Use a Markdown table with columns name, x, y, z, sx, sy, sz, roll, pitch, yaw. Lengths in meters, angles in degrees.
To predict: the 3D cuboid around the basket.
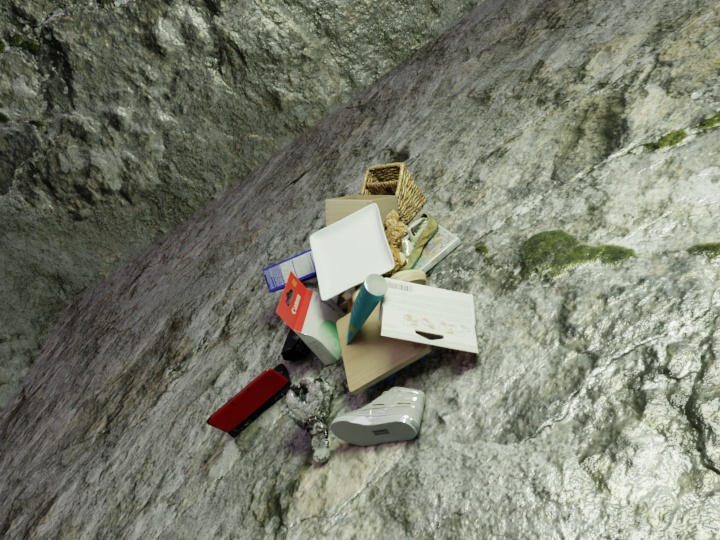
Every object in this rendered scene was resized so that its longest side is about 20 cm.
| name | x | y | z | sx | sy | sz | roll | pitch | yaw |
| --- | --- | --- | --- | --- | --- | --- | --- | --- | --- |
| basket | 0.073 | -0.223 | 1.856 | 0.143 | 0.150 | 0.199 | -48 | 29 | -20 |

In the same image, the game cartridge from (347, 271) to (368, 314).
| name | x | y | z | sx | sy | sz | roll | pitch | yaw |
| --- | --- | --- | --- | --- | --- | --- | --- | --- | --- |
| game cartridge | 0.000 | 0.000 | 1.589 | 0.202 | 0.032 | 0.178 | -89 | 16 | -45 |

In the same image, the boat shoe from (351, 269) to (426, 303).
| name | x | y | z | sx | sy | sz | roll | pitch | yaw |
| --- | --- | --- | --- | --- | --- | --- | --- | --- | --- |
| boat shoe | 0.078 | 0.057 | 1.467 | 0.197 | 0.073 | 0.065 | -17 | 47 | -20 |

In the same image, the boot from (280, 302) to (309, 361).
| name | x | y | z | sx | sy | sz | roll | pitch | yaw |
| --- | --- | --- | --- | --- | --- | --- | --- | --- | --- |
| boot | -0.173 | 0.166 | 1.651 | 0.197 | 0.073 | 0.165 | -29 | 38 | 54 |

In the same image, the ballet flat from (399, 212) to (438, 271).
| name | x | y | z | sx | sy | sz | roll | pitch | yaw |
| --- | --- | --- | --- | --- | --- | --- | --- | --- | --- |
| ballet flat | 0.134 | -0.073 | 1.585 | 0.070 | 0.071 | 0.201 | -1 | 45 | 51 |

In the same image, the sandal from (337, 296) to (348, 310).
| name | x | y | z | sx | sy | sz | roll | pitch | yaw |
| --- | --- | --- | --- | --- | --- | --- | --- | --- | --- |
| sandal | -0.047 | 0.035 | 1.711 | 0.080 | 0.054 | 0.201 | -30 | 28 | 17 |

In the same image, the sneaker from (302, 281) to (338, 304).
| name | x | y | z | sx | sy | sz | roll | pitch | yaw |
| --- | --- | --- | --- | --- | --- | --- | --- | --- | --- |
| sneaker | -0.129 | 0.073 | 1.706 | 0.199 | 0.083 | 0.074 | 7 | 83 | 63 |

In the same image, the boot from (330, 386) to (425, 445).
| name | x | y | z | sx | sy | sz | roll | pitch | yaw |
| --- | --- | --- | --- | --- | --- | --- | --- | --- | --- |
| boot | 0.039 | 0.285 | 1.209 | 0.197 | 0.074 | 0.096 | -10 | 31 | 31 |

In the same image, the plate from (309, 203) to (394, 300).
| name | x | y | z | sx | sy | sz | roll | pitch | yaw |
| --- | --- | --- | --- | --- | --- | --- | --- | --- | --- |
| plate | -0.021 | -0.042 | 1.488 | 0.197 | 0.032 | 0.203 | -26 | 55 | 15 |

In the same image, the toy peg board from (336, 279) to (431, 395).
| name | x | y | z | sx | sy | sz | roll | pitch | yaw |
| --- | --- | --- | --- | --- | --- | --- | --- | --- | --- |
| toy peg board | 0.065 | 0.162 | 1.354 | 0.198 | 0.098 | 0.201 | -32 | 42 | 16 |

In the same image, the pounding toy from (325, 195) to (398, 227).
| name | x | y | z | sx | sy | sz | roll | pitch | yaw |
| --- | --- | --- | --- | --- | --- | --- | --- | --- | --- |
| pounding toy | -0.005 | -0.139 | 1.758 | 0.197 | 0.145 | 0.183 | 4 | 12 | 31 |

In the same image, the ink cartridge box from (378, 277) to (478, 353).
| name | x | y | z | sx | sy | sz | roll | pitch | yaw |
| --- | --- | --- | --- | --- | --- | --- | --- | --- | --- |
| ink cartridge box | 0.135 | 0.102 | 1.244 | 0.196 | 0.045 | 0.178 | 11 | 39 | -3 |

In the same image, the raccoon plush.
| name | x | y | z | sx | sy | sz | roll | pitch | yaw |
| --- | --- | --- | --- | --- | --- | --- | --- | --- | --- |
| raccoon plush | -0.098 | 0.324 | 1.335 | 0.095 | 0.134 | 0.203 | -13 | 65 | 14 |

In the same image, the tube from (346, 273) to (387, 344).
| name | x | y | z | sx | sy | sz | roll | pitch | yaw |
| --- | --- | --- | --- | --- | --- | --- | --- | --- | --- |
| tube | 0.004 | 0.080 | 1.300 | 0.201 | 0.050 | 0.078 | 118 | 169 | -53 |

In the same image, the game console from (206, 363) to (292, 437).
| name | x | y | z | sx | sy | sz | roll | pitch | yaw |
| --- | --- | --- | --- | --- | --- | --- | --- | --- | --- |
| game console | -0.281 | 0.302 | 1.521 | 0.199 | 0.119 | 0.172 | -39 | 27 | -2 |

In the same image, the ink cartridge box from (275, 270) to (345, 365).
| name | x | y | z | sx | sy | sz | roll | pitch | yaw |
| --- | --- | --- | --- | --- | --- | --- | --- | --- | --- |
| ink cartridge box | -0.114 | 0.111 | 1.514 | 0.050 | 0.201 | 0.162 | -24 | 30 | 25 |

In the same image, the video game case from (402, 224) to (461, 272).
| name | x | y | z | sx | sy | sz | roll | pitch | yaw |
| --- | --- | --- | --- | --- | --- | --- | --- | --- | --- |
| video game case | 0.154 | -0.052 | 1.626 | 0.181 | 0.023 | 0.200 | -40 | 27 | -1 |

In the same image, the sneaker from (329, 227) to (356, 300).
| name | x | y | z | sx | sy | sz | roll | pitch | yaw |
| --- | --- | --- | --- | --- | --- | --- | --- | --- | --- |
| sneaker | -0.046 | -0.031 | 1.553 | 0.077 | 0.090 | 0.204 | 171 | 110 | -75 |

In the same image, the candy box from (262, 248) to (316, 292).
| name | x | y | z | sx | sy | sz | roll | pitch | yaw |
| --- | --- | --- | --- | --- | --- | --- | --- | --- | --- |
| candy box | -0.152 | -0.013 | 1.747 | 0.197 | 0.078 | 0.168 | -20 | 0 | 28 |

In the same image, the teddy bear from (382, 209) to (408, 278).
| name | x | y | z | sx | sy | sz | roll | pitch | yaw |
| --- | --- | --- | --- | --- | --- | --- | --- | --- | --- |
| teddy bear | 0.080 | -0.063 | 1.541 | 0.147 | 0.066 | 0.201 | -63 | 19 | 19 |
